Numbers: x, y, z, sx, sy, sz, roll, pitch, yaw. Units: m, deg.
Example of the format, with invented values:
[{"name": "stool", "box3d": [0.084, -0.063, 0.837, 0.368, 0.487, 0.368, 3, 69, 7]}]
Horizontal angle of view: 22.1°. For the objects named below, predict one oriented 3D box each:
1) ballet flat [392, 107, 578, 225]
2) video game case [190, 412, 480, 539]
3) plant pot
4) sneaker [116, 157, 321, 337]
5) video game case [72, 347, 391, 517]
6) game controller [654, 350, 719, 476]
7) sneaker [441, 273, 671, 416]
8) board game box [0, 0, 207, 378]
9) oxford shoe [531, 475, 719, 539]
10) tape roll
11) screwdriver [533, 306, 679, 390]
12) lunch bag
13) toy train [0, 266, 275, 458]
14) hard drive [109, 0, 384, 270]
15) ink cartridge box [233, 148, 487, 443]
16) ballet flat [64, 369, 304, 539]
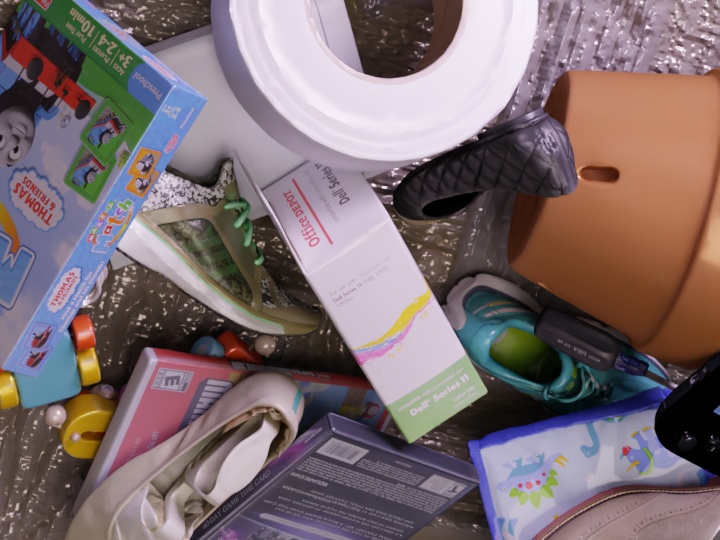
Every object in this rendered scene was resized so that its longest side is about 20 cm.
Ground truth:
[{"name": "ballet flat", "box3d": [0.073, -0.053, 1.190, 0.066, 0.200, 0.057, -22, 89, -24]}, {"name": "video game case", "box3d": [-0.033, 0.176, 1.277, 0.142, 0.019, 0.200, 23, 129, -38]}, {"name": "plant pot", "box3d": [0.183, -0.050, 1.231, 0.139, 0.200, 0.202, 16, 106, -4]}, {"name": "sneaker", "box3d": [-0.093, -0.026, 1.189, 0.199, 0.077, 0.089, 33, 91, -28]}, {"name": "video game case", "box3d": [-0.083, 0.125, 1.269, 0.198, 0.017, 0.144, 10, 120, -32]}, {"name": "game controller", "box3d": [0.284, 0.064, 1.185, 0.104, 0.042, 0.200, 32, 122, -23]}, {"name": "sneaker", "box3d": [0.144, 0.074, 1.317, 0.199, 0.080, 0.078, 23, 104, -25]}, {"name": "board game box", "box3d": [-0.198, -0.060, 1.130, 0.036, 0.151, 0.201, 18, 108, -54]}, {"name": "oxford shoe", "box3d": [0.205, 0.184, 1.236, 0.198, 0.075, 0.071, -17, 107, 1]}, {"name": "tape roll", "box3d": [0.007, -0.165, 1.152, 0.200, 0.071, 0.205, 0, 88, -14]}, {"name": "screwdriver", "box3d": [0.211, 0.074, 1.254, 0.198, 0.028, 0.029, 22, 98, 4]}, {"name": "lunch bag", "box3d": [0.177, 0.181, 1.330, 0.168, 0.128, 0.201, -15, 123, 5]}, {"name": "toy train", "box3d": [-0.158, 0.056, 1.228, 0.150, 0.056, 0.200, -45, 131, 11]}, {"name": "hard drive", "box3d": [-0.091, -0.094, 1.213, 0.198, 0.027, 0.133, -20, 115, -8]}, {"name": "ink cartridge box", "box3d": [0.000, 0.000, 1.204, 0.067, 0.117, 0.201, -31, 124, -1]}, {"name": "ballet flat", "box3d": [-0.116, 0.143, 1.209, 0.200, 0.070, 0.069, -42, 116, 8]}]
